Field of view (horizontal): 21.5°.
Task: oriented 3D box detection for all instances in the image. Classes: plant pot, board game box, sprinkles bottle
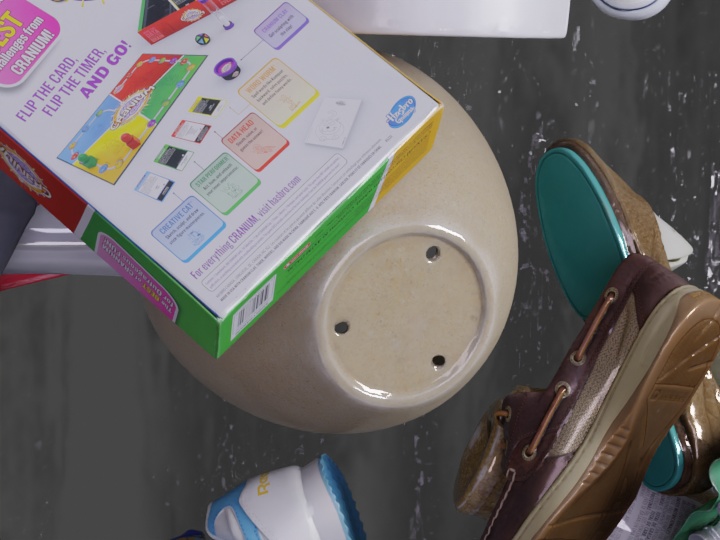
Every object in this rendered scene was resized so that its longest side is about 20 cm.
[{"bbox_3d":[0.000,0.000,0.945,0.199,0.134,0.202,-7,111,-19],"label":"plant pot"},{"bbox_3d":[-0.086,-0.080,0.864,0.200,0.040,0.153,41,66,13],"label":"board game box"},{"bbox_3d":[0.152,0.138,1.033,0.199,0.068,0.069,24,93,-6],"label":"sprinkles bottle"}]

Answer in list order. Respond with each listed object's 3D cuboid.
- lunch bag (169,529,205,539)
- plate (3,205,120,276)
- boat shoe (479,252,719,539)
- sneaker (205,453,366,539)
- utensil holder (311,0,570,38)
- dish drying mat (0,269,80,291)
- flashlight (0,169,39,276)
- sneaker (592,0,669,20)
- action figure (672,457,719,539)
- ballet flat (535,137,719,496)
[{"bbox_3d":[-0.104,0.255,0.985,0.093,0.151,0.201,-12,96,-2],"label":"lunch bag"},{"bbox_3d":[-0.167,-0.086,0.966,0.198,0.032,0.201,0,109,-3],"label":"plate"},{"bbox_3d":[0.106,0.083,0.966,0.072,0.072,0.201,39,106,34],"label":"boat shoe"},{"bbox_3d":[-0.023,0.205,1.031,0.080,0.077,0.201,-17,90,6],"label":"sneaker"},{"bbox_3d":[0.030,-0.218,0.944,0.169,0.170,0.201,1,98,-4],"label":"utensil holder"},{"bbox_3d":[-0.186,-0.090,0.990,0.076,0.018,0.201,-13,110,3],"label":"dish drying mat"},{"bbox_3d":[-0.202,-0.012,0.939,0.067,0.068,0.201,29,106,-9],"label":"flashlight"},{"bbox_3d":[0.134,-0.233,0.989,0.073,0.071,0.202,-3,92,14],"label":"sneaker"},{"bbox_3d":[0.238,0.094,0.997,0.055,0.200,0.118,45,136,14],"label":"action figure"},{"bbox_3d":[0.156,0.021,1.018,0.072,0.068,0.201,-11,73,-34],"label":"ballet flat"}]
